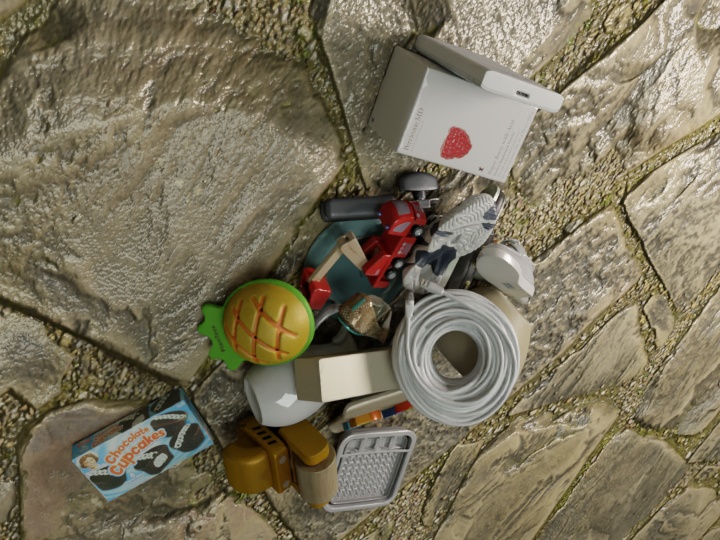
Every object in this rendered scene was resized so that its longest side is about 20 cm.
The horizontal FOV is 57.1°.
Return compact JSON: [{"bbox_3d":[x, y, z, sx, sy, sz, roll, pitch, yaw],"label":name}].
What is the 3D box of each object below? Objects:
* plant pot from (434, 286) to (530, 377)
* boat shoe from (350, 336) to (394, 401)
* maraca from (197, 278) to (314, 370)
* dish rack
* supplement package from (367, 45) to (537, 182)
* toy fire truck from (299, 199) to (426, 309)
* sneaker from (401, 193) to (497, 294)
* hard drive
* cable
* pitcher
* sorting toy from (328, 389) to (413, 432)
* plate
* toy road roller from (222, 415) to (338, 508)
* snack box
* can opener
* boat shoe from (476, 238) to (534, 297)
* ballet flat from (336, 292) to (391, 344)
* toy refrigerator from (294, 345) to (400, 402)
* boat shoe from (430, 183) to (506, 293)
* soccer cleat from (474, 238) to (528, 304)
[{"bbox_3d":[0.217,0.109,1.144,0.135,0.201,0.199,-45,126,9],"label":"plant pot"},{"bbox_3d":[0.043,0.159,1.190,0.067,0.074,0.200,45,104,-3],"label":"boat shoe"},{"bbox_3d":[-0.161,0.086,1.017,0.196,0.107,0.140,-17,102,20],"label":"maraca"},{"bbox_3d":[0.012,0.388,1.317,0.167,0.044,0.204,2,117,-26],"label":"dish rack"},{"bbox_3d":[0.131,-0.224,0.963,0.195,0.120,0.124,9,116,-28],"label":"supplement package"},{"bbox_3d":[0.001,-0.025,1.013,0.138,0.049,0.202,4,131,-35],"label":"toy fire truck"},{"bbox_3d":[0.131,-0.071,1.040,0.078,0.131,0.201,19,128,-19],"label":"sneaker"},{"bbox_3d":[0.169,-0.271,0.902,0.129,0.201,0.027,9,117,-27],"label":"hard drive"},{"bbox_3d":[0.145,0.132,1.023,0.195,0.069,0.205,16,90,2],"label":"cable"},{"bbox_3d":[-0.093,0.155,1.093,0.196,0.121,0.176,-21,120,-24],"label":"pitcher"},{"bbox_3d":[0.041,0.252,1.193,0.180,0.037,0.201,-14,161,-16],"label":"sorting toy"},{"bbox_3d":[0.000,0.000,1.095,0.195,0.026,0.205,-11,122,-18],"label":"plate"},{"bbox_3d":[-0.142,0.324,1.116,0.144,0.198,0.126,-28,130,-33],"label":"toy road roller"},{"bbox_3d":[-0.358,0.289,1.096,0.197,0.037,0.118,-28,126,-7],"label":"snack box"},{"bbox_3d":[0.032,-0.116,1.036,0.195,0.053,0.069,-5,89,-21],"label":"can opener"},{"bbox_3d":[0.243,-0.013,1.070,0.199,0.071,0.070,30,67,-51],"label":"boat shoe"},{"bbox_3d":[0.020,0.077,1.074,0.065,0.071,0.200,-44,164,3],"label":"ballet flat"},{"bbox_3d":[-0.002,0.164,1.050,0.196,0.075,0.072,-3,86,-38],"label":"toy refrigerator"},{"bbox_3d":[0.183,-0.041,1.082,0.060,0.072,0.204,27,101,-16],"label":"boat shoe"},{"bbox_3d":[0.231,-0.002,1.177,0.077,0.070,0.200,-39,120,8],"label":"soccer cleat"}]
